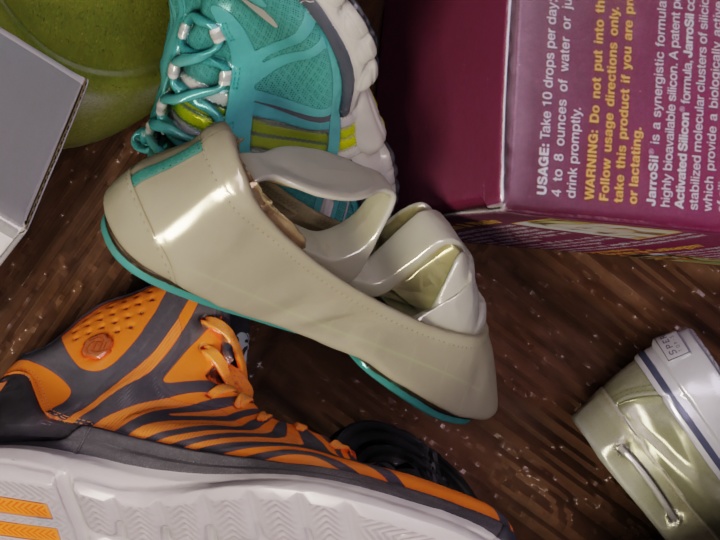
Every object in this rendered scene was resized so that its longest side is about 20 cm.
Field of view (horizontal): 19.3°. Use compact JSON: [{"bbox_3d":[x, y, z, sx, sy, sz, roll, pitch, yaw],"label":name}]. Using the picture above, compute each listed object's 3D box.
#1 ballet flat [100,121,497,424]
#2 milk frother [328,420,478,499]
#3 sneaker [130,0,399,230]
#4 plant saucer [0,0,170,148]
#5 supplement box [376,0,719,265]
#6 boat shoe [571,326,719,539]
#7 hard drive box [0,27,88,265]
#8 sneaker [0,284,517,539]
[{"bbox_3d":[0.000,0.000,0.717,0.200,0.069,0.070,25,81,-48],"label":"ballet flat"},{"bbox_3d":[0.101,0.116,0.729,0.188,0.181,0.200,-29,95,10],"label":"milk frother"},{"bbox_3d":[-0.039,-0.057,0.716,0.080,0.077,0.200,-39,144,-16],"label":"sneaker"},{"bbox_3d":[-0.089,-0.139,0.710,0.200,0.031,0.200,-18,113,-50],"label":"plant saucer"},{"bbox_3d":[0.120,-0.058,0.789,0.200,0.131,0.103,5,87,-20],"label":"supplement box"},{"bbox_3d":[0.157,0.116,0.843,0.062,0.072,0.200,-33,97,9],"label":"boat shoe"},{"bbox_3d":[-0.213,-0.042,0.654,0.200,0.156,0.077,32,41,-17],"label":"hard drive box"},{"bbox_3d":[-0.036,0.055,0.722,0.200,0.078,0.112,10,45,11],"label":"sneaker"}]
